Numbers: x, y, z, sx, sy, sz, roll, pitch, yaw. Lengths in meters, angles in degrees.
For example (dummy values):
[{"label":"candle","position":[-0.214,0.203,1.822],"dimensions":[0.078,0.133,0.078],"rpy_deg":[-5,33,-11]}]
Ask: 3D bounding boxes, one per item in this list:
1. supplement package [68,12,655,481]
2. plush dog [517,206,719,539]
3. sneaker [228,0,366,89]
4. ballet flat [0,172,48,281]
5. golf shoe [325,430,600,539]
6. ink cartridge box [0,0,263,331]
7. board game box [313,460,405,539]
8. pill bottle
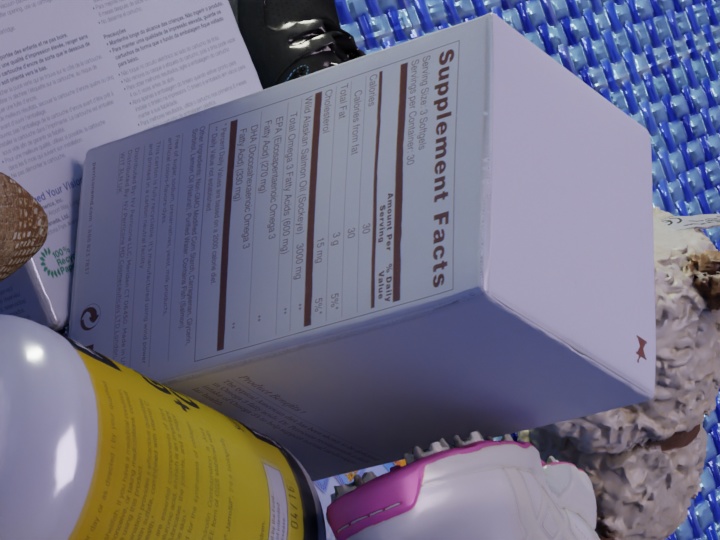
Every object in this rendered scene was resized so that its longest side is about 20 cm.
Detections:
[{"label":"supplement package","position":[0.000,0.000,1.058],"dimensions":[0.117,0.200,0.117],"rpy_deg":[32,52,-46]},{"label":"plush dog","position":[0.132,0.064,1.378],"dimensions":[0.200,0.160,0.172],"rpy_deg":[-41,135,-55]},{"label":"sneaker","position":[-0.009,-0.071,1.267],"dimensions":[0.073,0.082,0.200],"rpy_deg":[11,64,-52]},{"label":"ballet flat","position":[-0.183,-0.013,0.945],"dimensions":[0.200,0.071,0.065],"rpy_deg":[16,34,-44]},{"label":"golf shoe","position":[0.053,0.116,1.060],"dimensions":[0.200,0.075,0.092],"rpy_deg":[19,48,-62]},{"label":"ink cartridge box","position":[-0.120,-0.090,1.145],"dimensions":[0.196,0.043,0.200],"rpy_deg":[-28,97,-56]},{"label":"board game box","position":[-0.017,0.105,1.204],"dimensions":[0.200,0.037,0.151],"rpy_deg":[51,38,-29]},{"label":"pill bottle","position":[-0.111,0.081,0.967],"dimensions":[0.200,0.112,0.112],"rpy_deg":[31,50,-46]}]
